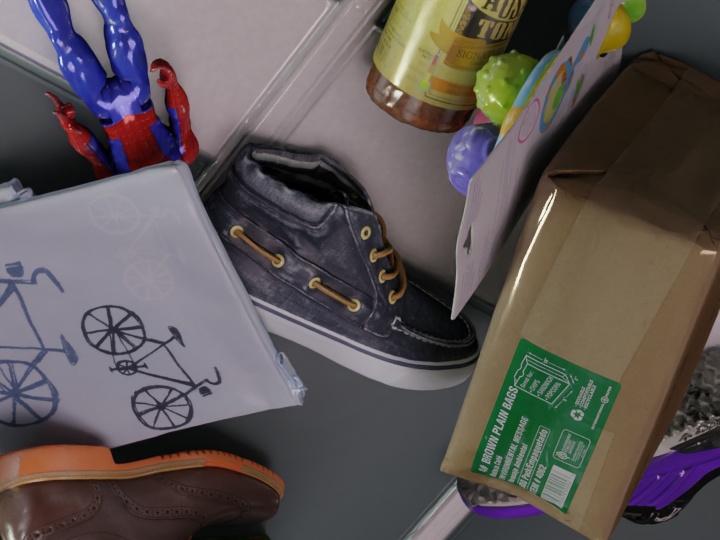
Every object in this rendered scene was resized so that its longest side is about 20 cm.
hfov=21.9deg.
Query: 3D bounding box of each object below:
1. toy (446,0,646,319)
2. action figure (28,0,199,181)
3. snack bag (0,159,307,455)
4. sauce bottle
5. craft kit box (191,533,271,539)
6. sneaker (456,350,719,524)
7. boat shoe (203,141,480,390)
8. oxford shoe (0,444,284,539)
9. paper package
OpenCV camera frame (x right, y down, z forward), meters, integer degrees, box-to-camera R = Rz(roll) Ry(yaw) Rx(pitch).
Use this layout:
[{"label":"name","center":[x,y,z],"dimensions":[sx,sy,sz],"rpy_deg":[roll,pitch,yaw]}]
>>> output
[{"label":"toy","center":[0.084,-0.084,0.962],"dimensions":[0.200,0.047,0.115],"rpy_deg":[-51,159,-31]},{"label":"action figure","center":[-0.126,-0.094,0.948],"dimensions":[0.065,0.052,0.200],"rpy_deg":[-25,131,-5]},{"label":"snack bag","center":[-0.150,0.024,1.008],"dimensions":[0.199,0.021,0.189],"rpy_deg":[-14,128,14]},{"label":"sauce bottle","center":[0.064,-0.167,0.945],"dimensions":[0.066,0.066,0.200],"rpy_deg":[8,123,-24]},{"label":"craft kit box","center":[-0.125,0.196,1.068],"dimensions":[0.199,0.197,0.049],"rpy_deg":[-2,98,-17]},{"label":"sneaker","center":[0.163,0.132,1.193],"dimensions":[0.199,0.070,0.100],"rpy_deg":[-18,131,-5]},{"label":"boat shoe","center":[0.000,0.000,1.039],"dimensions":[0.200,0.071,0.091],"rpy_deg":[20,121,-27]},{"label":"oxford shoe","center":[-0.125,0.145,1.080],"dimensions":[0.200,0.073,0.071],"rpy_deg":[6,155,-40]},{"label":"paper package","center":[0.141,0.012,1.017],"dimensions":[0.103,0.191,0.200],"rpy_deg":[25,122,13]}]
